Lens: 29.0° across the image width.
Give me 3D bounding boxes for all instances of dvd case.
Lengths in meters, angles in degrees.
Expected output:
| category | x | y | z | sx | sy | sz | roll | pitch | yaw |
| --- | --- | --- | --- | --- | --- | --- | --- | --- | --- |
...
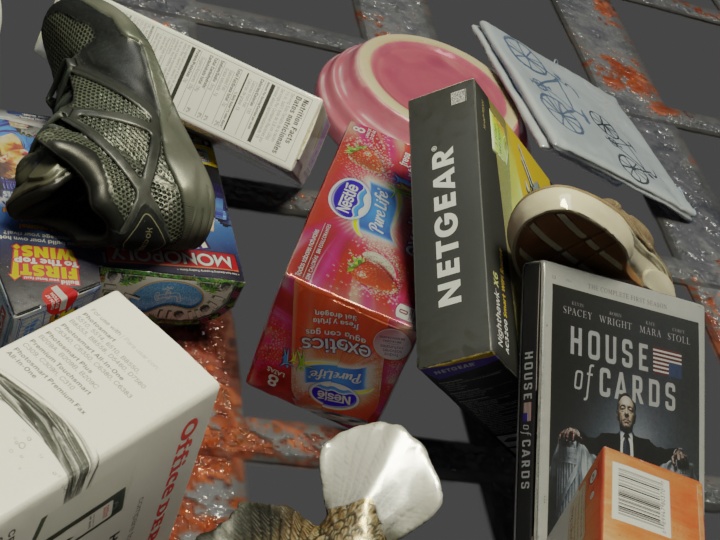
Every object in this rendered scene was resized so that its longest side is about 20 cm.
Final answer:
| category | x | y | z | sx | sy | sz | roll | pitch | yaw |
| --- | --- | --- | --- | --- | --- | --- | --- | --- | --- |
| dvd case | 0.155 | 0.107 | 0.853 | 0.149 | 0.025 | 0.203 | 14 | 73 | -35 |

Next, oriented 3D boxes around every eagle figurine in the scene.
| category | x | y | z | sx | sy | sz | roll | pitch | yaw |
| --- | --- | --- | --- | --- | --- | --- | --- | --- | --- |
| eagle figurine | -0.022 | 0.181 | 0.684 | 0.152 | 0.151 | 0.200 | 60 | 17 | -1 |

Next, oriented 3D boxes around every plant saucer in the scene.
| category | x | y | z | sx | sy | sz | roll | pitch | yaw |
| --- | --- | --- | --- | --- | --- | --- | --- | --- | --- |
| plant saucer | 0.059 | -0.140 | 1.197 | 0.198 | 0.051 | 0.202 | 15 | 38 | -11 |

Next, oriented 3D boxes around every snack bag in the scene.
| category | x | y | z | sx | sy | sz | roll | pitch | yaw |
| --- | --- | --- | --- | --- | --- | --- | --- | --- | --- |
| snack bag | 0.200 | -0.134 | 1.258 | 0.198 | 0.021 | 0.190 | 21 | 31 | -37 |

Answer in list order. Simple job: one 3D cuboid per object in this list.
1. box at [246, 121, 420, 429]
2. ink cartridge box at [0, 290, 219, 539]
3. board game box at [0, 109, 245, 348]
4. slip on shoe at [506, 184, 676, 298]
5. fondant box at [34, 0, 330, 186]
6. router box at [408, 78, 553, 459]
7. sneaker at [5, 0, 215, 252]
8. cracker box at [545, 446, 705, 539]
| category | x | y | z | sx | sy | sz | roll | pitch | yaw |
| --- | --- | --- | --- | --- | --- | --- | --- | --- | --- |
| box | 0.000 | 0.000 | 0.951 | 0.094 | 0.100 | 0.201 | 22 | 37 | -2 |
| ink cartridge box | -0.173 | 0.118 | 0.671 | 0.084 | 0.147 | 0.199 | 37 | 39 | 20 |
| board game box | -0.182 | -0.014 | 0.901 | 0.197 | 0.062 | 0.201 | 7 | 41 | -22 |
| slip on shoe | 0.150 | -0.018 | 0.897 | 0.199 | 0.075 | 0.061 | 30 | 48 | -50 |
| fondant box | -0.123 | -0.132 | 1.020 | 0.198 | 0.059 | 0.144 | 26 | 0 | 1 |
| router box | 0.090 | 0.002 | 0.919 | 0.157 | 0.052 | 0.203 | 43 | 39 | -50 |
| sneaker | -0.177 | -0.095 | 0.873 | 0.113 | 0.076 | 0.201 | -7 | 61 | -39 |
| cracker box | 0.099 | 0.204 | 0.671 | 0.057 | 0.202 | 0.135 | 19 | 36 | -3 |
